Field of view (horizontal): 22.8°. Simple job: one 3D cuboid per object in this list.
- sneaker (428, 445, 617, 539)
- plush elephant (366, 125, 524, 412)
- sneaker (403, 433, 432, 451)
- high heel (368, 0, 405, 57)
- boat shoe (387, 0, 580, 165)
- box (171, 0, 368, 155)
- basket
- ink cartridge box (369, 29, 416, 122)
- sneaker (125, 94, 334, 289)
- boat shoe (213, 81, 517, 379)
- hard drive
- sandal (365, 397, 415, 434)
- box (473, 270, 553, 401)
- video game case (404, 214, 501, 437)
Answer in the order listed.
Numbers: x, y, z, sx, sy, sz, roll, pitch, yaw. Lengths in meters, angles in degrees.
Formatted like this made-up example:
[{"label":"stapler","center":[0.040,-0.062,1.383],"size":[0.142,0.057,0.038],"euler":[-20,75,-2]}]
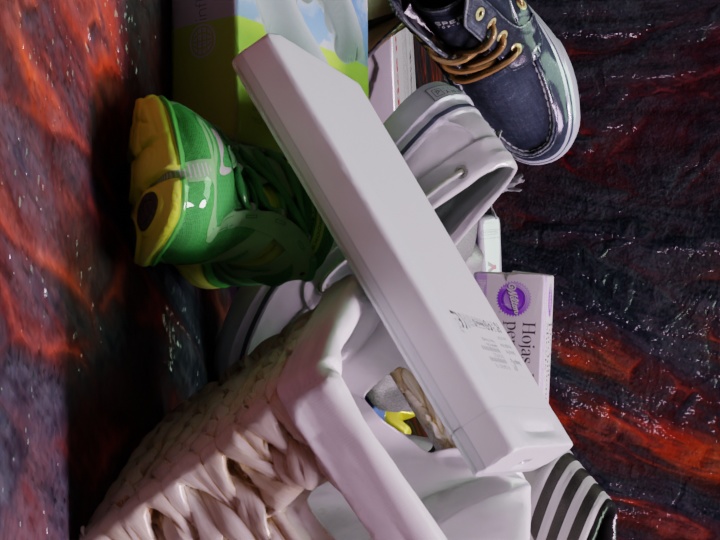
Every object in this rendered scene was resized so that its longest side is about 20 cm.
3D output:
[{"label":"sneaker","center":[0.043,0.167,0.834],"size":[0.201,0.115,0.076],"euler":[-52,143,2]},{"label":"plush elephant","center":[-0.001,0.001,1.054],"size":[0.165,0.155,0.200],"euler":[50,-29,-5]},{"label":"sneaker","center":[0.001,0.113,0.982],"size":[0.200,0.115,0.074],"euler":[171,-59,-86]},{"label":"high heel","center":[-0.001,-0.147,1.018],"size":[0.200,0.141,0.072],"euler":[-87,152,-69]},{"label":"boat shoe","center":[0.060,-0.131,0.992],"size":[0.201,0.070,0.091],"euler":[60,24,-21]},{"label":"box","center":[-0.044,-0.151,0.895],"size":[0.122,0.047,0.202],"euler":[11,76,-56]},{"label":"basket","center":[-0.015,0.099,0.729],"size":[0.136,0.123,0.200],"euler":[55,12,-6]},{"label":"ink cartridge box","center":[-0.009,-0.161,1.263],"size":[0.200,0.083,0.148],"euler":[-70,157,-73]},{"label":"sneaker","center":[-0.054,-0.033,0.784],"size":[0.200,0.083,0.075],"euler":[37,51,-82]},{"label":"boat shoe","center":[0.000,0.000,0.903],"size":[0.073,0.067,0.201],"euler":[7,124,-54]},{"label":"hard drive","center":[0.022,-0.004,0.783],"size":[0.201,0.027,0.132],"euler":[60,12,13]},{"label":"sandal","center":[-0.024,0.143,1.144],"size":[0.087,0.079,0.202],"euler":[31,56,-38]},{"label":"box","center":[0.076,0.101,0.931],"size":[0.041,0.038,0.202],"euler":[7,86,-78]},{"label":"video game case","center":[0.027,0.052,1.228],"size":[0.199,0.023,0.184],"euler":[4,-82,52]}]
